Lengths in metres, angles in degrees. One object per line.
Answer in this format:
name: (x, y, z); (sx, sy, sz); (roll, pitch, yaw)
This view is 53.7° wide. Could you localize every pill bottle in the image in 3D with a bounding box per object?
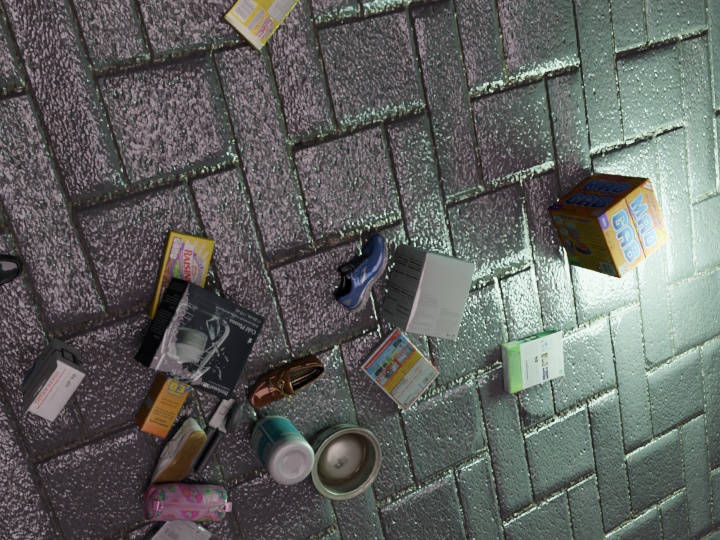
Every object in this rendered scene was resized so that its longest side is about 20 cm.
pill bottle: (-0.192, 0.415, 1.687); (0.110, 0.200, 0.111); (-6, 104, -23)

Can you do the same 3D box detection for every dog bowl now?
dog bowl: (-0.048, 0.486, 1.842); (0.199, 0.074, 0.201); (-6, 104, -24)

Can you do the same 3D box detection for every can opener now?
can opener: (-0.345, 0.396, 1.685); (0.053, 0.067, 0.201); (32, 86, -26)

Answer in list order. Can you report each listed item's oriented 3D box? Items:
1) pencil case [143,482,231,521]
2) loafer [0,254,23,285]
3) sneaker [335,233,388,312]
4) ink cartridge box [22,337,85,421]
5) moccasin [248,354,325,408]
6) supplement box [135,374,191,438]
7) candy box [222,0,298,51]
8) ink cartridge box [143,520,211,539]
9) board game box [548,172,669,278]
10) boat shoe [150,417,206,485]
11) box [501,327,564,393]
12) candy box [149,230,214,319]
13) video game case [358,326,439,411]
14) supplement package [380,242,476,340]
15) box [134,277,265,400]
pencil case: (-0.403, 0.543, 1.663); (0.199, 0.087, 0.088); (18, 93, -38)
loafer: (-0.770, 0.019, 1.400); (0.200, 0.070, 0.068); (-17, 108, -21)
sneaker: (0.000, 0.000, 1.757); (0.089, 0.078, 0.201); (25, 90, -30)
ink cartridge box: (-0.622, 0.225, 1.442); (0.068, 0.200, 0.116); (36, 85, -27)
moccasin: (-0.178, 0.277, 1.732); (0.201, 0.078, 0.074); (-21, 109, -20)
supplement box: (-0.433, 0.272, 1.618); (0.066, 0.069, 0.201); (28, 86, -30)
candy box: (-0.203, -0.593, 1.561); (0.102, 0.026, 0.200); (40, 83, -29)
ink cartridge box: (-0.469, 0.675, 1.703); (0.119, 0.042, 0.200); (46, 77, -25)
board game box: (0.690, -0.131, 1.985); (0.200, 0.200, 0.200); (-35, 114, -14)
boat shoe: (-0.429, 0.427, 1.656); (0.071, 0.069, 0.200); (22, 111, -47)
box: (0.503, 0.262, 2.076); (0.199, 0.036, 0.145); (-14, 107, -23)
candy box: (-0.399, 0.018, 1.593); (0.102, 0.026, 0.201); (11, 97, -30)
video game case: (0.105, 0.265, 1.897); (0.143, 0.017, 0.200); (-47, 116, -9)
supplement package: (0.169, 0.052, 1.806); (0.151, 0.151, 0.201); (12, 96, -26)
box: (-0.346, 0.147, 1.540); (0.200, 0.124, 0.197); (29, 80, -29)
